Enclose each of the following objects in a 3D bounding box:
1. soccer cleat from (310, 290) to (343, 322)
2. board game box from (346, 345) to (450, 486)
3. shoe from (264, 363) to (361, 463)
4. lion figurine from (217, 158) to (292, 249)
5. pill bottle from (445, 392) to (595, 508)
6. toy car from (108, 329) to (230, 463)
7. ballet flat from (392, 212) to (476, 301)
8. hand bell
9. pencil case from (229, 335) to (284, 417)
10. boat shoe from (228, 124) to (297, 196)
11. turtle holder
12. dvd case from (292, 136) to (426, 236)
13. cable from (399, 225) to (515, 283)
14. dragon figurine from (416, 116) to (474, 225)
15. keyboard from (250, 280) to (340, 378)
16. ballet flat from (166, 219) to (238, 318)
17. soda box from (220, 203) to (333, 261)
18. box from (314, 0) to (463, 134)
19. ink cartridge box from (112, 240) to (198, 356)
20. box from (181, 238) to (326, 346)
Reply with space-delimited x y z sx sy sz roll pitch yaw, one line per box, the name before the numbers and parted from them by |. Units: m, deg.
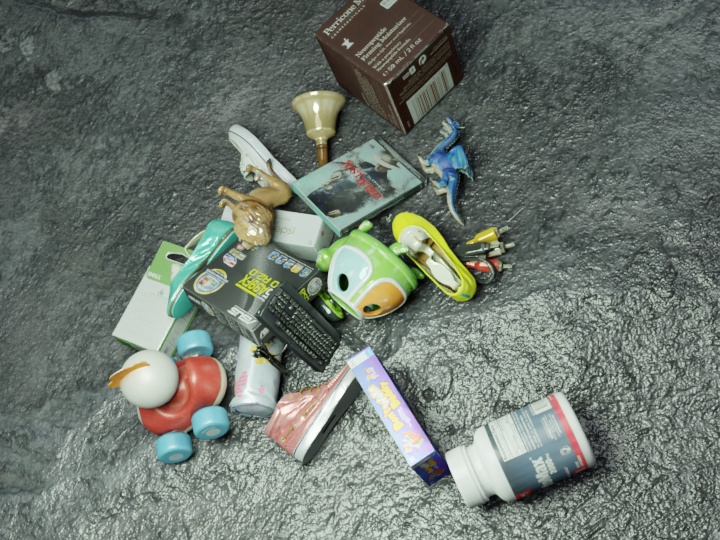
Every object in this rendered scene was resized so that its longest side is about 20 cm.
soccer cleat | -0.109 0.044 1.667 0.200 0.067 0.081 38 96 31
board game box | 0.060 0.228 1.482 0.045 0.135 0.200 -33 60 0
shoe | -0.073 0.212 1.565 0.091 0.071 0.200 32 83 21
lion figurine | -0.171 -0.124 1.674 0.122 0.073 0.200 27 50 15
pill bottle | 0.236 0.274 1.415 0.200 0.120 0.120 -25 61 5
toy car | -0.341 0.193 1.565 0.177 0.200 0.185 -35 54 25
ballet flat | 0.117 -0.027 1.591 0.200 0.067 0.067 48 111 20
hand bell | -0.070 -0.223 1.775 0.104 0.104 0.201 -9 77 13
pencil case | -0.172 0.150 1.618 0.083 0.091 0.201 9 68 -11
boat shoe | -0.199 -0.200 1.795 0.067 0.074 0.200 -43 62 -8
turtle holder | 0.001 -0.001 1.600 0.185 0.141 0.132 39 81 15
dvd case | -0.002 -0.155 1.706 0.200 0.022 0.146 -30 58 -23
cable | 0.166 -0.019 1.631 0.200 0.050 0.097 -7 81 27
dragon figurine | 0.167 -0.184 1.683 0.099 0.059 0.200 -27 60 4
keyboard | -0.110 0.114 1.552 0.021 0.200 0.127 24 74 42
ballet flat | -0.292 -0.008 1.680 0.070 0.067 0.200 30 77 25
soda box | -0.155 -0.070 1.724 0.199 0.068 0.064 9 68 21
box | 0.055 -0.397 1.756 0.166 0.164 0.200 -46 61 -7
ink cartridge box | -0.354 0.056 1.732 0.104 0.059 0.200 18 72 23
box | -0.180 0.027 1.604 0.160 0.044 0.200 -42 46 -23
